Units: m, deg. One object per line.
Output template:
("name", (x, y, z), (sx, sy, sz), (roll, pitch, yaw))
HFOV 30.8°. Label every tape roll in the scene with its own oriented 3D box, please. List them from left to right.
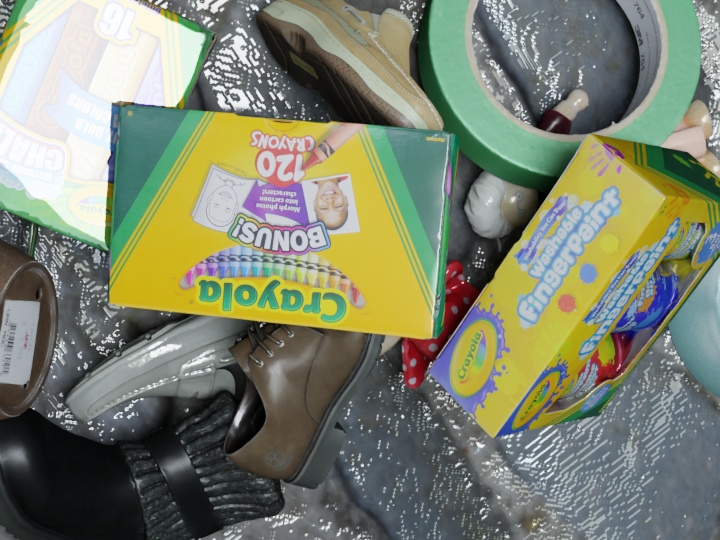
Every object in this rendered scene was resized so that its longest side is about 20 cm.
("tape roll", (0.142, -0.160, 0.938), (0.198, 0.048, 0.202), (1, 82, -8))

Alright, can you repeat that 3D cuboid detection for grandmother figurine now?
("grandmother figurine", (0.169, -0.074, 0.981), (0.198, 0.061, 0.122), (-19, 93, -12))

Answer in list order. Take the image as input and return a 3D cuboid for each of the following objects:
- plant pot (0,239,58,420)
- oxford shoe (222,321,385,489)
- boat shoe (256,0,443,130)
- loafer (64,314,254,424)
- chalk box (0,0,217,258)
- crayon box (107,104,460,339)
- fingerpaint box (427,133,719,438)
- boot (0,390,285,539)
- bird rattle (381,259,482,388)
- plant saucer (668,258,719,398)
("plant pot", (-0.293, 0.028, 0.788), (0.198, 0.187, 0.189), (8, 97, 11))
("oxford shoe", (-0.036, 0.046, 0.833), (0.084, 0.073, 0.201), (14, 105, -23))
("boat shoe", (0.004, -0.145, 0.866), (0.076, 0.200, 0.072), (-34, 137, -11))
("loafer", (-0.112, 0.063, 0.929), (0.199, 0.070, 0.070), (-26, 94, -9))
("chalk box", (-0.194, -0.088, 0.861), (0.123, 0.125, 0.201), (24, 91, -15))
("crayon box", (-0.045, -0.030, 0.775), (0.198, 0.058, 0.120), (5, 95, 9))
("fingerpaint box", (0.163, 0.013, 0.905), (0.166, 0.073, 0.201), (1, 127, -54))
("boot", (-0.151, 0.128, 0.879), (0.157, 0.080, 0.211), (-23, 145, 5))
("bird rattle", (0.000, 0.000, 0.921), (0.162, 0.112, 0.202), (-27, 117, -29))
("plant saucer", (0.342, 0.017, 1.044), (0.198, 0.036, 0.202), (-2, 99, -13))
